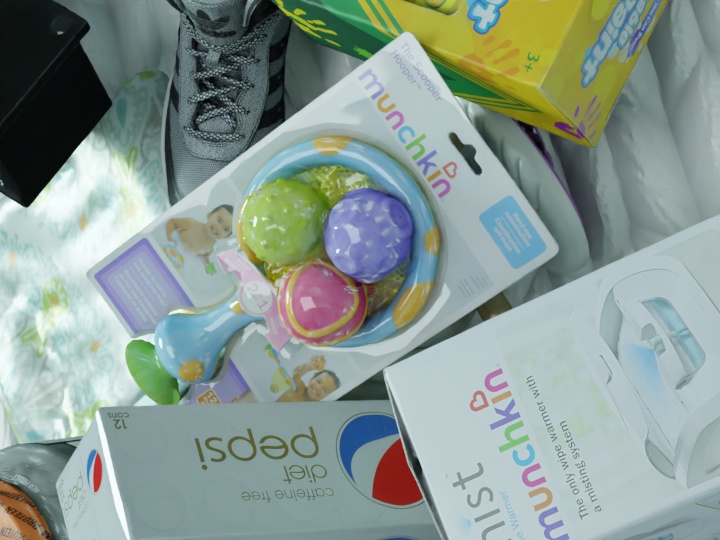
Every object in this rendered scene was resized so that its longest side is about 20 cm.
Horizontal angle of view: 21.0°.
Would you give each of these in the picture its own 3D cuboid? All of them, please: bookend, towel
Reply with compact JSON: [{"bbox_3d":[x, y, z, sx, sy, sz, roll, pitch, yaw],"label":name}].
[{"bbox_3d":[-0.223,-0.094,1.062,0.198,0.200,0.092,31,73,21],"label":"bookend"},{"bbox_3d":[-0.144,0.012,1.091,0.200,0.048,0.172,-38,71,31],"label":"towel"}]

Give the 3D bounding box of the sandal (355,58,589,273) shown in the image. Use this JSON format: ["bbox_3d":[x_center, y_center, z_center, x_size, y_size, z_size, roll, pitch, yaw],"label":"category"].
[{"bbox_3d":[0.054,-0.087,0.938,0.050,0.083,0.203,-34,68,-13],"label":"sandal"}]

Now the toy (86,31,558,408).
[{"bbox_3d":[-0.027,0.001,0.852,0.200,0.047,0.115,-35,91,28],"label":"toy"}]

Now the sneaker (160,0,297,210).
[{"bbox_3d":[-0.071,-0.108,0.977,0.075,0.114,0.201,12,92,11],"label":"sneaker"}]

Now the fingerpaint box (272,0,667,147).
[{"bbox_3d":[0.071,-0.180,0.872,0.167,0.073,0.200,25,85,33],"label":"fingerpaint box"}]

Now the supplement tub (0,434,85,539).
[{"bbox_3d":[-0.129,0.143,0.989,0.122,0.200,0.123,2,93,36],"label":"supplement tub"}]

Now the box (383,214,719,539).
[{"bbox_3d":[0.132,0.056,0.772,0.176,0.200,0.097,-25,75,17],"label":"box"}]

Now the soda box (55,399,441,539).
[{"bbox_3d":[-0.029,0.103,0.870,0.064,0.199,0.068,-56,44,44],"label":"soda box"}]

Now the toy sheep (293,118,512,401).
[{"bbox_3d":[0.000,0.000,0.935,0.200,0.138,0.138,-49,64,31],"label":"toy sheep"}]
